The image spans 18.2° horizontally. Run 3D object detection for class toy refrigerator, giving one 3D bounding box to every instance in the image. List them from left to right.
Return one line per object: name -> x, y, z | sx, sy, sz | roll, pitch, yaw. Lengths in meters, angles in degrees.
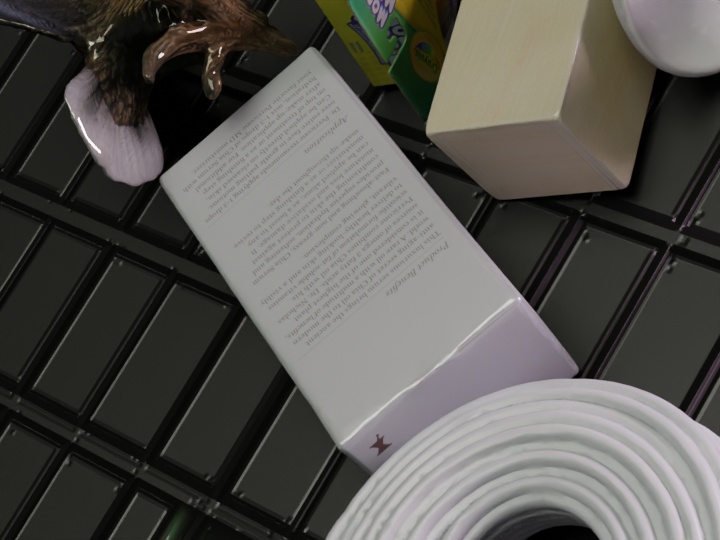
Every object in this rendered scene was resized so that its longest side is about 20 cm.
toy refrigerator -> 0.101, -0.136, 1.048 | 0.076, 0.070, 0.201 | -5, 59, 39

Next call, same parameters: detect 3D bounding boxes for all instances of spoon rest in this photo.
spoon rest -> 0.150, -0.186, 0.987 | 0.060, 0.099, 0.202 | 9, 103, 55

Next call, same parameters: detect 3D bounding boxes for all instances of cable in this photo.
cable -> 0.072, 0.136, 0.894 | 0.199, 0.069, 0.201 | 6, 65, 35

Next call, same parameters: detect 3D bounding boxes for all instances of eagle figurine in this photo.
eagle figurine -> -0.122, -0.132, 1.105 | 0.199, 0.150, 0.153 | 13, 113, 47

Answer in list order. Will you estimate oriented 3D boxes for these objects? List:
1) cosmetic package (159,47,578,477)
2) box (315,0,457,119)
cosmetic package -> 0.000, 0.000, 1.024 | 0.101, 0.071, 0.200 | -40, 48, 4
box -> 0.013, -0.183, 1.099 | 0.048, 0.117, 0.201 | -7, 58, 21
